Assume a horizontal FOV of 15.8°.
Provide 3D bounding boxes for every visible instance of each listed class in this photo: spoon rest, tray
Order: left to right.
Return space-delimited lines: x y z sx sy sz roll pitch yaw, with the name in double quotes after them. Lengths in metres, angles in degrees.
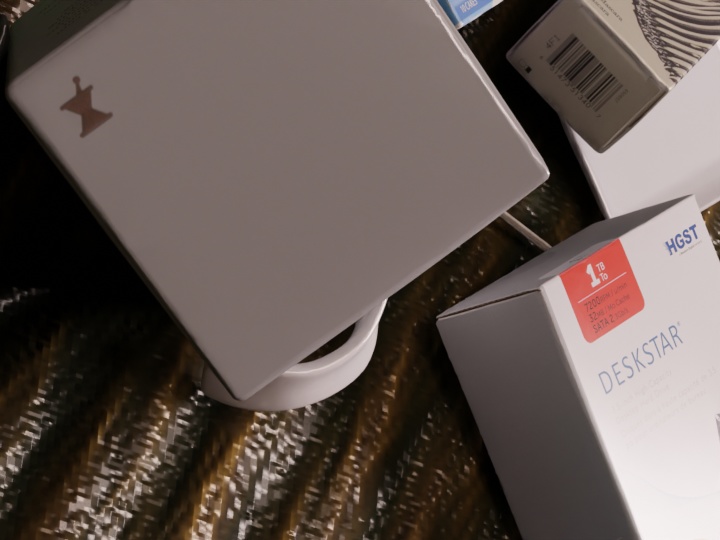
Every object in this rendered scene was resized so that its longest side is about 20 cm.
0.000 0.000 1.273 0.060 0.100 0.200 31 52 13 "spoon rest"
0.181 -0.087 1.521 0.200 0.022 0.108 -28 95 -46 "tray"

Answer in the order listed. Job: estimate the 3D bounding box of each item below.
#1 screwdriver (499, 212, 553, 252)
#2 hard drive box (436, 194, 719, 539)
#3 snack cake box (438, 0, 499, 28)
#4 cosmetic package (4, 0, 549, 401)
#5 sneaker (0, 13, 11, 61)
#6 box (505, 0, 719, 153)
0.075 -0.036 1.399 0.199 0.028 0.029 30 84 -35 "screwdriver"
0.144 0.083 1.372 0.156 0.077 0.201 -29 99 -46 "hard drive box"
0.057 -0.205 1.405 0.200 0.067 0.116 -37 101 -46 "snack cake box"
-0.043 -0.077 1.138 0.167 0.167 0.200 54 2 -14 "cosmetic package"
-0.198 -0.165 1.140 0.080 0.086 0.201 -19 87 -48 "sneaker"
0.169 -0.152 1.475 0.082 0.068 0.200 45 43 -1 "box"
